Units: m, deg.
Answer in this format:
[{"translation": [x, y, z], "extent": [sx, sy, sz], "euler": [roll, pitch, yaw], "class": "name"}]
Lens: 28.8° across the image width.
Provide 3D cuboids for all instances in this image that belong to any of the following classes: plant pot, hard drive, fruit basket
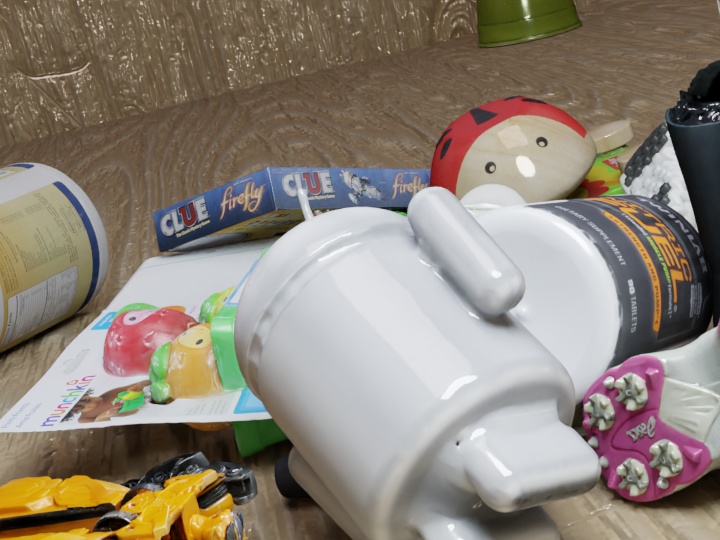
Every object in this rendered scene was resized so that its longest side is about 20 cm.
[{"translation": [0.299, -0.537, 2.639], "extent": [0.200, 0.194, 0.200], "euler": [-13, 14, 3], "class": "plant pot"}, {"translation": [-0.135, 0.038, 1.026], "extent": [0.131, 0.027, 0.200], "euler": [-8, 26, 19], "class": "hard drive"}, {"translation": [-0.100, 0.044, 0.859], "extent": [0.199, 0.094, 0.185], "euler": [0, 21, 13], "class": "fruit basket"}]

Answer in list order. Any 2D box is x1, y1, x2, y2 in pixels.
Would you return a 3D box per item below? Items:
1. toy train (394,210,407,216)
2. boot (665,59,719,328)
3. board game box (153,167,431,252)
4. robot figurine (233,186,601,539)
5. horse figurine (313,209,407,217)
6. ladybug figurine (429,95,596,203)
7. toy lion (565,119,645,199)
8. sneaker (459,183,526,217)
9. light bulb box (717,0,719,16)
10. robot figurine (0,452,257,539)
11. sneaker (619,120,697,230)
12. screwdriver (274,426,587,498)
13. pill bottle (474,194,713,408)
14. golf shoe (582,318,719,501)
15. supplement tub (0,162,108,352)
[{"translation": [0.000, 0.000, 1.067], "extent": [0.042, 0.057, 0.200], "euler": [-17, 8, 41], "class": "toy train"}, {"translation": [0.239, -0.039, 0.769], "extent": [0.076, 0.169, 0.200], "euler": [-1, 17, 40], "class": "boot"}, {"translation": [-0.049, -0.049, 1.142], "extent": [0.135, 0.035, 0.200], "euler": [-17, -9, 39], "class": "board game box"}, {"translation": [0.017, 0.048, 0.636], "extent": [0.113, 0.170, 0.200], "euler": [1, 36, -44], "class": "robot figurine"}, {"translation": [0.030, 0.015, 0.949], "extent": [0.200, 0.050, 0.133], "euler": [14, 46, 32], "class": "horse figurine"}, {"translation": [0.111, -0.089, 1.104], "extent": [0.135, 0.072, 0.200], "euler": [-29, 13, -2], "class": "ladybug figurine"}, {"translation": [0.158, -0.051, 1.136], "extent": [0.191, 0.069, 0.200], "euler": [-21, 14, 0], "class": "toy lion"}, {"translation": [0.074, -0.005, 0.858], "extent": [0.076, 0.081, 0.200], "euler": [-1, 34, 14], "class": "sneaker"}, {"translation": [0.364, -0.139, 0.987], "extent": [0.125, 0.199, 0.200], "euler": [-2, 17, 45], "class": "light bulb box"}, {"translation": [-0.142, 0.136, 0.654], "extent": [0.199, 0.058, 0.145], "euler": [-8, 15, 21], "class": "robot figurine"}, {"translation": [0.223, -0.032, 0.967], "extent": [0.075, 0.081, 0.200], "euler": [-50, 8, 35], "class": "sneaker"}, {"translation": [0.050, 0.091, 0.711], "extent": [0.199, 0.028, 0.029], "euler": [-12, -16, 18], "class": "screwdriver"}, {"translation": [0.127, 0.012, 0.759], "extent": [0.106, 0.107, 0.200], "euler": [-4, 3, 32], "class": "pill bottle"}, {"translation": [0.187, 0.044, 0.610], "extent": [0.091, 0.076, 0.200], "euler": [-9, -12, -38], "class": "golf shoe"}, {"translation": [-0.325, 0.000, 1.180], "extent": [0.144, 0.145, 0.200], "euler": [-4, 16, 32], "class": "supplement tub"}]
